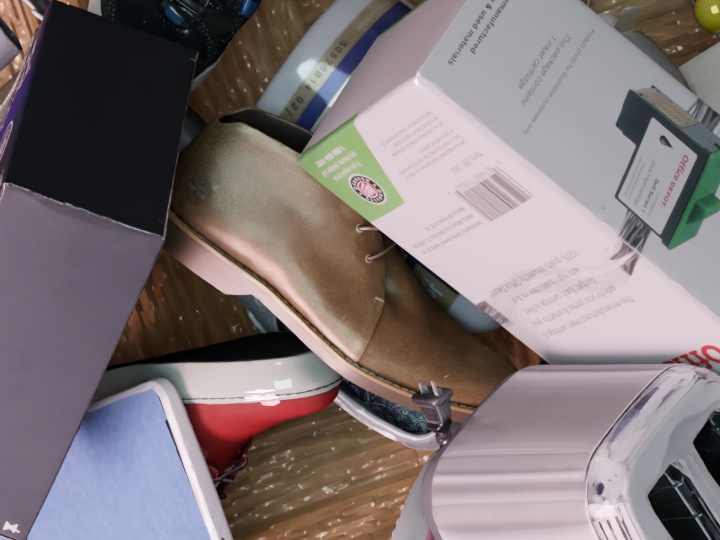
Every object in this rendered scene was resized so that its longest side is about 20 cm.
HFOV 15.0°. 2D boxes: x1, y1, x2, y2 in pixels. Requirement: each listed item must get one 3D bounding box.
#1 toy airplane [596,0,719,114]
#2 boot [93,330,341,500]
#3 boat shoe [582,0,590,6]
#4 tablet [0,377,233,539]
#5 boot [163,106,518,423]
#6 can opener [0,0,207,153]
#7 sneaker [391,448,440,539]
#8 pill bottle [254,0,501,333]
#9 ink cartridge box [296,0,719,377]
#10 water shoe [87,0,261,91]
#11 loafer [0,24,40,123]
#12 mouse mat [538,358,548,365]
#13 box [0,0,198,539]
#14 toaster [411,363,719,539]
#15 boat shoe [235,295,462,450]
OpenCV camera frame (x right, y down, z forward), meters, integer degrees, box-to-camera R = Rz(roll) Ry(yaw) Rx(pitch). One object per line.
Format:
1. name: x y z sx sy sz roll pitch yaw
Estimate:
1. toy airplane: 0.206 -0.119 1.260 0.199 0.141 0.201 11 69 25
2. boot: -0.074 0.110 1.332 0.200 0.072 0.145 -13 90 44
3. boat shoe: 0.082 -0.186 1.346 0.071 0.065 0.201 5 91 7
4. tablet: -0.132 0.134 1.341 0.200 0.014 0.131 -21 87 46
5. boot: 0.000 0.000 1.268 0.200 0.074 0.076 33 109 -5
6. can opener: -0.139 -0.089 1.323 0.067 0.053 0.200 -43 92 5
7. sneaker: 0.073 0.130 1.280 0.104 0.200 0.076 22 112 11
8. pill bottle: 0.049 -0.040 1.327 0.200 0.111 0.111 38 94 5
9. ink cartridge box: 0.091 -0.033 1.195 0.200 0.146 0.084 38 67 -11
10. water shoe: -0.063 -0.164 1.309 0.071 0.079 0.200 38 54 -11
11. loafer: -0.200 -0.042 1.376 0.070 0.075 0.200 30 93 3
12. mouse mat: 0.207 0.059 1.361 0.200 0.008 0.161 -36 86 7
13. box: -0.147 0.002 1.246 0.079 0.141 0.200 18 128 -13
14. toaster: 0.120 0.116 1.192 0.114 0.129 0.200 -45 111 -32
15. boat shoe: -0.021 0.010 1.356 0.201 0.072 0.070 45 95 5
